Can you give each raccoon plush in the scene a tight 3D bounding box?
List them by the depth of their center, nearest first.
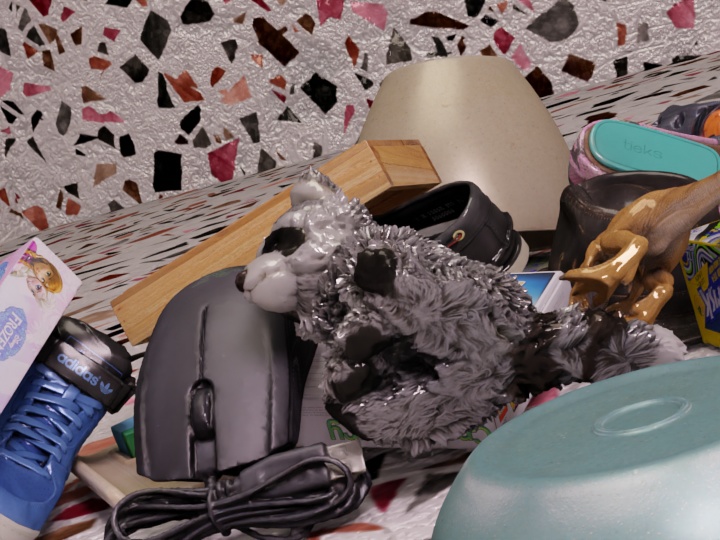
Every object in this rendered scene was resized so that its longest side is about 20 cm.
[{"bbox_3d":[0.040,0.021,0.794,0.200,0.097,0.134,16,22,-22],"label":"raccoon plush"}]

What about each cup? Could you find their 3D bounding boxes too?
[{"bbox_3d":[0.075,-0.086,1.273,0.200,0.143,0.200,-7,-5,-1],"label":"cup"}]

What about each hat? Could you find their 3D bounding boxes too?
[{"bbox_3d":[0.158,-0.015,0.969,0.200,0.081,0.201,-14,13,3],"label":"hat"}]

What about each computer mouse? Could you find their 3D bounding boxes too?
[{"bbox_3d":[-0.066,0.055,0.823,0.138,0.053,0.200,-17,35,11],"label":"computer mouse"}]

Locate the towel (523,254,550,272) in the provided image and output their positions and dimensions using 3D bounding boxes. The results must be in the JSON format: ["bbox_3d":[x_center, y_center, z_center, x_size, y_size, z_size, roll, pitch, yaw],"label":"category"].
[{"bbox_3d":[0.112,0.010,1.159,0.144,0.023,0.200,-14,9,24],"label":"towel"}]

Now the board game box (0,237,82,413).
[{"bbox_3d":[-0.262,0.092,0.895,0.199,0.041,0.200,-32,21,29],"label":"board game box"}]

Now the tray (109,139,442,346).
[{"bbox_3d":[-0.053,-0.019,1.033,0.200,0.037,0.099,-32,-7,20],"label":"tray"}]

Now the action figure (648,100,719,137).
[{"bbox_3d":[0.301,-0.111,1.280,0.200,0.105,0.193,-18,0,-35],"label":"action figure"}]

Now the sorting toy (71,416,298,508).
[{"bbox_3d":[-0.072,0.087,0.973,0.200,0.037,0.185,-19,8,-18],"label":"sorting toy"}]

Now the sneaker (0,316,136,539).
[{"bbox_3d":[-0.182,0.082,0.932,0.111,0.077,0.200,-51,8,4],"label":"sneaker"}]

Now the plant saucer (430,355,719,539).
[{"bbox_3d":[0.119,0.074,0.667,0.200,0.036,0.200,-16,8,2],"label":"plant saucer"}]

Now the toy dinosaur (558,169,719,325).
[{"bbox_3d":[0.147,-0.021,0.806,0.106,0.060,0.200,-59,11,-31],"label":"toy dinosaur"}]

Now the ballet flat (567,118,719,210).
[{"bbox_3d":[0.230,-0.047,1.043,0.200,0.069,0.071,12,-32,3],"label":"ballet flat"}]

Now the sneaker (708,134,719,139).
[{"bbox_3d":[0.240,-0.058,1.109,0.202,0.077,0.146,-16,-1,40],"label":"sneaker"}]

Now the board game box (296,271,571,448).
[{"bbox_3d":[0.004,0.047,0.888,0.200,0.035,0.126,-2,28,29],"label":"board game box"}]

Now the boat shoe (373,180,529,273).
[{"bbox_3d":[0.000,-0.002,0.989,0.201,0.063,0.074,-18,37,31],"label":"boat shoe"}]

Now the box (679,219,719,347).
[{"bbox_3d":[0.274,-0.017,0.859,0.200,0.064,0.070,-19,8,-9],"label":"box"}]
